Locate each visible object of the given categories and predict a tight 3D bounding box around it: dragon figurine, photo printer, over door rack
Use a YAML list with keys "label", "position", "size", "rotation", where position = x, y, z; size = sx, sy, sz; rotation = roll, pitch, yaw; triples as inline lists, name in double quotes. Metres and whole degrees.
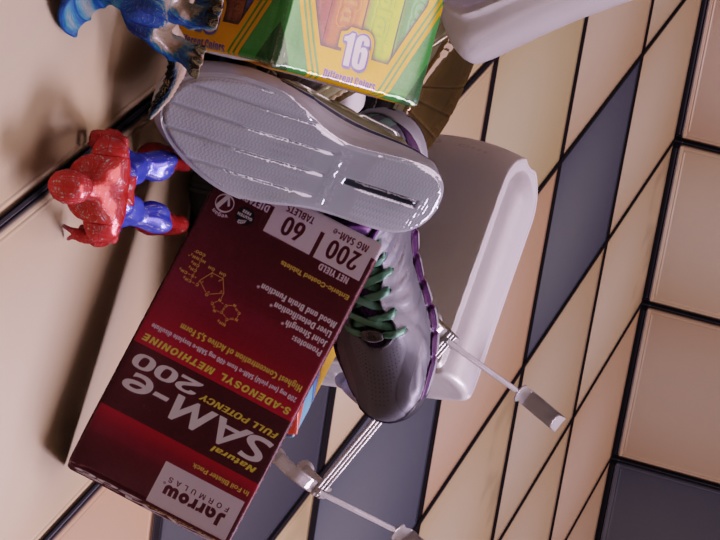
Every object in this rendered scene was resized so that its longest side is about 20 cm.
- label: "dragon figurine"
  position: [-0.121, -0.147, 1.440]
  size: [0.200, 0.099, 0.059]
  rotation: [125, -16, -71]
- label: "photo printer"
  position: [0.034, -0.009, 2.002]
  size: [0.069, 0.166, 0.200]
  rotation: [50, 54, -49]
- label: "over door rack"
  position: [0.034, 0.109, 1.880]
  size: [0.148, 0.067, 0.200]
  rotation: [-49, 143, 2]

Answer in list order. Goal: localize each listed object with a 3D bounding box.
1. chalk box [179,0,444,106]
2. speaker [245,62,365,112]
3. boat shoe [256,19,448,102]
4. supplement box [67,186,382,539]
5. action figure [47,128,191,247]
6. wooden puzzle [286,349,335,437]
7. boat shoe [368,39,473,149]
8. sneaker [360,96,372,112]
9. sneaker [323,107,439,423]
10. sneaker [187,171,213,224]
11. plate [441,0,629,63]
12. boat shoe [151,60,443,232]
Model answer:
- label: "chalk box"
  position: [-0.022, -0.209, 1.552]
  size: [0.125, 0.124, 0.200]
  rotation: [10, 96, -45]
- label: "speaker"
  position: [-0.027, -0.195, 1.728]
  size: [0.081, 0.081, 0.200]
  rotation: [-55, 155, -55]
- label: "boat shoe"
  position: [-0.030, -0.132, 1.681]
  size: [0.066, 0.201, 0.072]
  rotation: [61, -3, -6]
- label: "supplement box"
  position: [-0.080, 0.051, 1.627]
  size: [0.200, 0.109, 0.061]
  rotation: [-63, -178, -9]
- label: "action figure"
  position: [-0.135, -0.044, 1.515]
  size: [0.200, 0.052, 0.065]
  rotation: [-5, 105, -83]
- label: "wooden puzzle"
  position: [-0.034, 0.021, 1.794]
  size: [0.185, 0.037, 0.200]
  rotation: [-63, 166, -59]
- label: "boat shoe"
  position: [0.042, -0.158, 1.850]
  size: [0.200, 0.065, 0.073]
  rotation: [-63, 157, 0]
- label: "sneaker"
  position: [-0.013, -0.112, 1.911]
  size: [0.200, 0.071, 0.083]
  rotation: [71, 37, -56]
- label: "sneaker"
  position: [0.000, 0.000, 1.717]
  size: [0.088, 0.074, 0.200]
  rotation: [-15, 102, -67]
- label: "sneaker"
  position: [-0.080, 0.005, 1.773]
  size: [0.200, 0.060, 0.104]
  rotation: [58, 45, -75]
- label: "plate"
  position: [0.078, -0.231, 1.573]
  size: [0.032, 0.200, 0.200]
  rotation: [-22, 92, -37]
- label: "boat shoe"
  position: [-0.042, -0.075, 1.605]
  size: [0.200, 0.062, 0.072]
  rotation: [23, 107, -35]
